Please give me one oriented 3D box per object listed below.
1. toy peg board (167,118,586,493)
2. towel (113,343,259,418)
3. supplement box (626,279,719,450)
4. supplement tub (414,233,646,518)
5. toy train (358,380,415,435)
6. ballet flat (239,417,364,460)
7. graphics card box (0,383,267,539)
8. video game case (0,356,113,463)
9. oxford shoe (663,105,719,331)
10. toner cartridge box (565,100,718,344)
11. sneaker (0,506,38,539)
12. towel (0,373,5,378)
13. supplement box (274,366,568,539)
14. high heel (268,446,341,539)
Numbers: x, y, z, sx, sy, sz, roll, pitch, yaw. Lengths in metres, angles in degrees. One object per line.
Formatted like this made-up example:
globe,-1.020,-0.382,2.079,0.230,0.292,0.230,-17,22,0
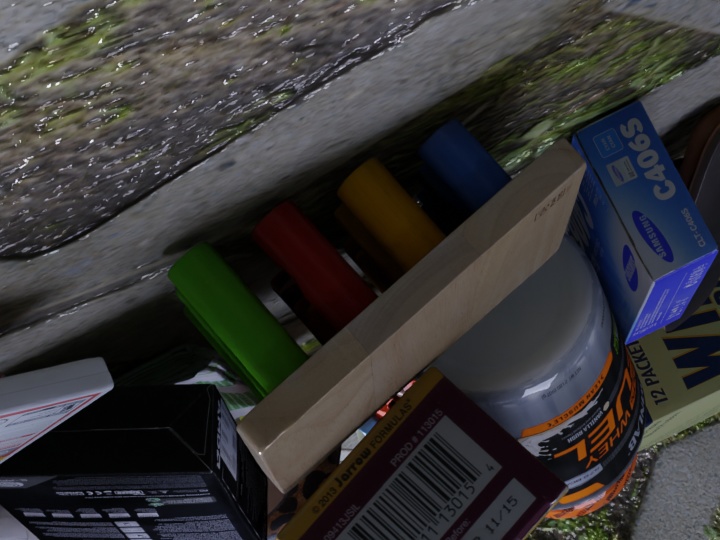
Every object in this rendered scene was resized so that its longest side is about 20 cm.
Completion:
toy peg board,0.000,0.000,1.060,0.199,0.098,0.200,-42,171,-6
towel,-0.134,0.092,1.277,0.152,0.023,0.200,-27,169,5
supplement box,0.210,0.048,1.571,0.199,0.135,0.200,-23,168,-21
supplement tub,0.103,0.066,1.292,0.122,0.123,0.200,-27,145,3
toy train,0.010,0.135,1.408,0.150,0.056,0.200,29,106,-26
ballet flat,0.003,0.088,1.451,0.199,0.067,0.067,-17,171,-41
graphics card box,-0.122,0.110,1.138,0.125,0.051,0.200,-1,162,6
video game case,-0.221,0.096,0.969,0.200,0.018,0.143,-33,166,38
oxford shoe,0.196,-0.041,1.342,0.071,0.071,0.200,-33,156,-27
toner cartridge box,0.156,-0.022,1.245,0.043,0.095,0.200,-27,168,-3
sneaker,-0.260,0.194,1.363,0.088,0.076,0.200,-4,154,-29
towel,-0.264,0.082,0.939,0.146,0.030,0.200,-31,168,28
supplement box,0.025,0.148,1.215,0.131,0.103,0.200,-48,175,-11
high heel,-0.093,0.133,1.306,0.142,0.071,0.201,10,113,-40
